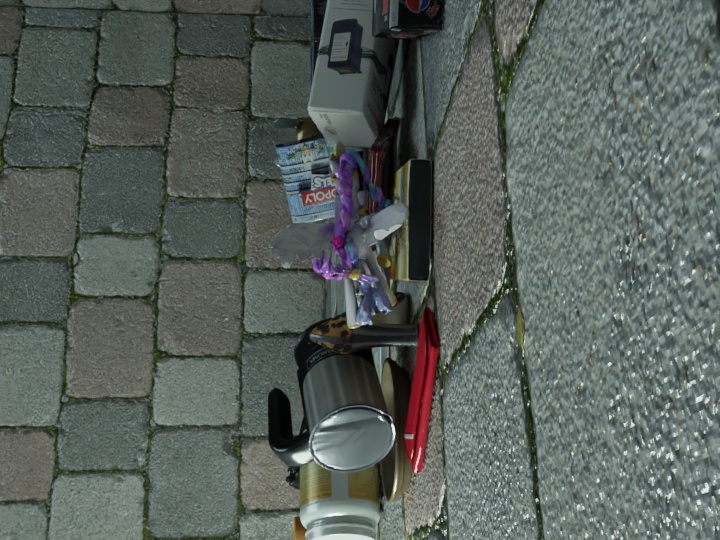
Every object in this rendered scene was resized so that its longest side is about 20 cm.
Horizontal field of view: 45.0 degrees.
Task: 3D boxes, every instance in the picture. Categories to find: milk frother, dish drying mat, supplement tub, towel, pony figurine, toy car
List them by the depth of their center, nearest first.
[{"bbox_3d":[0.072,0.148,1.053,0.077,0.018,0.202,-96,8,-56],"label":"dish drying mat"},{"bbox_3d":[-0.010,-0.036,1.059,0.194,0.164,0.202,-82,-20,-59],"label":"pony figurine"},{"bbox_3d":[-0.016,0.208,1.223,0.180,0.199,0.189,-44,30,19],"label":"milk frother"},{"bbox_3d":[0.036,-0.131,1.260,0.200,0.022,0.146,-67,-20,-64],"label":"towel"},{"bbox_3d":[-0.037,0.383,1.536,0.145,0.142,0.202,99,170,-58],"label":"supplement tub"},{"bbox_3d":[-0.078,-0.256,1.747,0.159,0.197,0.166,-96,8,-53],"label":"toy car"}]

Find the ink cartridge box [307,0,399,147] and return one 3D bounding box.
[{"bbox_3d":[-0.005,-0.293,1.239,0.145,0.083,0.203,45,-126,-74],"label":"ink cartridge box"}]

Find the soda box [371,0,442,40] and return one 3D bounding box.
[{"bbox_3d":[0.054,-0.324,1.064,0.200,0.062,0.072,-115,26,-77],"label":"soda box"}]

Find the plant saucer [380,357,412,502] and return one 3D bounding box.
[{"bbox_3d":[0.050,0.225,1.234,0.200,0.029,0.203,180,90,-84],"label":"plant saucer"}]

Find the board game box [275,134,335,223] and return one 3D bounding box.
[{"bbox_3d":[-0.043,-0.155,1.632,0.062,0.198,0.202,-104,1,-73],"label":"board game box"}]

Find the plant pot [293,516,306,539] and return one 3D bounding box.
[{"bbox_3d":[-0.104,0.742,2.251,0.200,0.138,0.203,180,90,-85],"label":"plant pot"}]

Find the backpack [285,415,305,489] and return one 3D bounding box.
[{"bbox_3d":[-0.091,0.431,2.104,0.127,0.165,0.202,90,-176,-66],"label":"backpack"}]

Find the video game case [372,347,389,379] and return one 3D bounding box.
[{"bbox_3d":[0.033,0.180,1.478,0.143,0.018,0.203,115,156,-79],"label":"video game case"}]

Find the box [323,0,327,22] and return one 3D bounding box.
[{"bbox_3d":[-0.007,-0.441,1.508,0.149,0.106,0.202,96,172,-50],"label":"box"}]

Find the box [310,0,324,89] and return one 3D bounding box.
[{"bbox_3d":[-0.046,-0.447,1.833,0.200,0.122,0.201,-93,5,-47],"label":"box"}]

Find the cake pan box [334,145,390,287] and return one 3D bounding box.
[{"bbox_3d":[0.005,-0.089,1.338,0.201,0.052,0.186,69,-165,-52],"label":"cake pan box"}]

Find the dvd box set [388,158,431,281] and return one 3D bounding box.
[{"bbox_3d":[0.062,-0.059,1.126,0.200,0.029,0.148,-171,82,-85],"label":"dvd box set"}]

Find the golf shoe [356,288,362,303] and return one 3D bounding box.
[{"bbox_3d":[0.000,0.000,1.566,0.098,0.077,0.202,91,177,-52],"label":"golf shoe"}]

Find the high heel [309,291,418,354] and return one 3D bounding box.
[{"bbox_3d":[-0.003,0.068,1.205,0.200,0.141,0.072,-119,30,-79],"label":"high heel"}]
